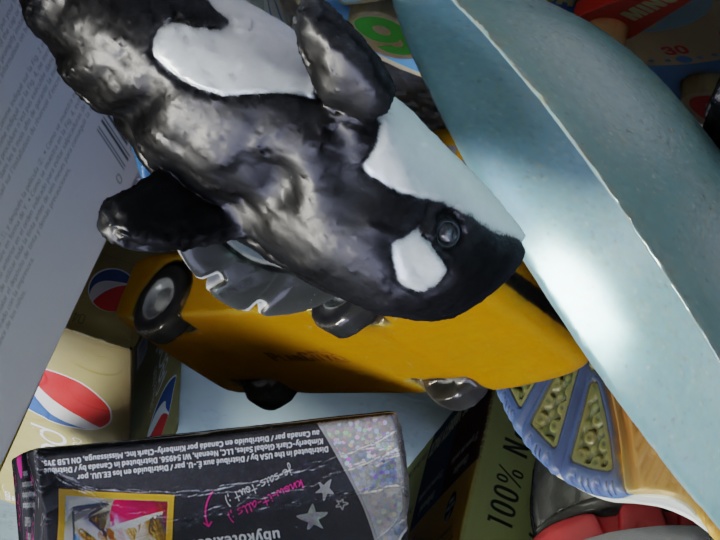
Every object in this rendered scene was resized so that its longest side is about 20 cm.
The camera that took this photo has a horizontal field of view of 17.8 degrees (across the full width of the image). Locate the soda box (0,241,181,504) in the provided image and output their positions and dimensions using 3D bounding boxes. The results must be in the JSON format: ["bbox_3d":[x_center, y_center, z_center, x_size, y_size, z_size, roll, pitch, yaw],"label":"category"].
[{"bbox_3d":[-0.117,0.043,0.978,0.067,0.064,0.200,19,150,4],"label":"soda box"}]

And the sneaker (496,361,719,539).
[{"bbox_3d":[0.123,0.056,0.745,0.088,0.076,0.200,20,-167,-42],"label":"sneaker"}]

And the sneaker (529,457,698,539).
[{"bbox_3d":[0.151,0.072,0.807,0.199,0.098,0.071,-7,145,1],"label":"sneaker"}]

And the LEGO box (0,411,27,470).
[{"bbox_3d":[-0.169,-0.001,0.796,0.077,0.201,0.149,8,148,22],"label":"LEGO box"}]

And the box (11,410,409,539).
[{"bbox_3d":[-0.057,0.118,0.853,0.131,0.116,0.200,-5,176,-11],"label":"box"}]

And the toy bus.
[{"bbox_3d":[0.000,0.000,0.793,0.065,0.079,0.199,33,158,-32],"label":"toy bus"}]

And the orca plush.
[{"bbox_3d":[-0.049,-0.042,0.627,0.200,0.071,0.105,44,158,-21],"label":"orca plush"}]

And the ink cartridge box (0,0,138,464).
[{"bbox_3d":[-0.132,-0.049,0.691,0.043,0.201,0.174,5,147,29],"label":"ink cartridge box"}]

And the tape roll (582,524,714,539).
[{"bbox_3d":[0.104,0.185,0.757,0.202,0.204,0.037,26,-171,-9],"label":"tape roll"}]

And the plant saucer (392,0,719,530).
[{"bbox_3d":[0.077,-0.005,0.605,0.202,0.039,0.201,56,176,6],"label":"plant saucer"}]

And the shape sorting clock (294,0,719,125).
[{"bbox_3d":[0.071,-0.078,0.642,0.199,0.039,0.200,10,160,4],"label":"shape sorting clock"}]

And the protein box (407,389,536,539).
[{"bbox_3d":[0.107,0.171,0.890,0.199,0.200,0.135,19,151,-7],"label":"protein box"}]

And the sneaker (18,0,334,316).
[{"bbox_3d":[-0.060,-0.085,0.722,0.075,0.087,0.201,-19,119,5],"label":"sneaker"}]

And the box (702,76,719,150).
[{"bbox_3d":[0.180,0.010,0.620,0.199,0.050,0.199,30,171,9],"label":"box"}]
